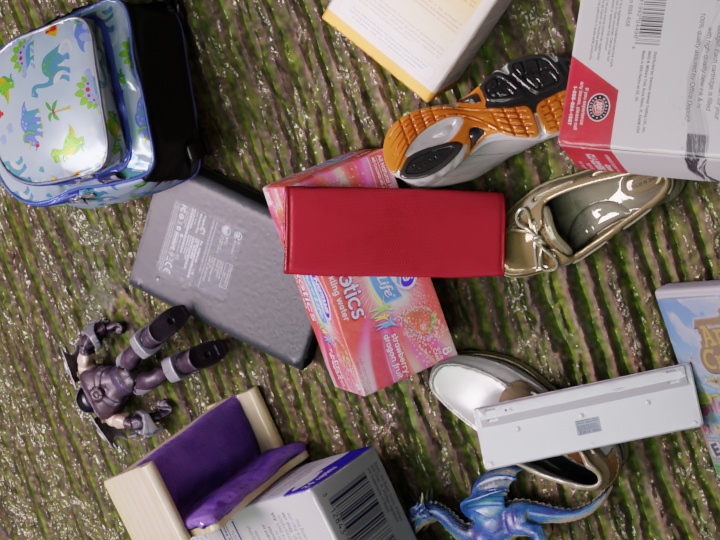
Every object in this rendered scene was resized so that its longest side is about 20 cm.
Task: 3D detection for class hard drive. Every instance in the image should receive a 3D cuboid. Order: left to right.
[{"bbox_3d":[-0.117,-0.008,1.747,0.198,0.033,0.141,26,114,14],"label":"hard drive"}]

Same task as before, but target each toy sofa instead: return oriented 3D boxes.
[{"bbox_3d":[-0.141,0.185,1.725,0.097,0.200,0.083,-22,96,33],"label":"toy sofa"}]

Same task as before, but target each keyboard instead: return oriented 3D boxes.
[{"bbox_3d":[0.200,0.130,1.607,0.198,0.011,0.057,-13,91,13],"label":"keyboard"}]

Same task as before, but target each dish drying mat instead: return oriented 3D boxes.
[{"bbox_3d":[0.030,-0.033,1.587,0.198,0.018,0.078,1,92,-12],"label":"dish drying mat"}]

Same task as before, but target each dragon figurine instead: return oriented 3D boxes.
[{"bbox_3d":[0.130,0.222,1.698,0.199,0.059,0.100,-31,93,29],"label":"dragon figurine"}]

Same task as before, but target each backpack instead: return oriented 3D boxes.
[{"bbox_3d":[-0.265,-0.150,1.695,0.198,0.146,0.185,-16,84,35],"label":"backpack"}]

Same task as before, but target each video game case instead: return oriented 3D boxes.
[{"bbox_3d":[0.343,0.094,1.528,0.199,0.022,0.184,-5,107,61],"label":"video game case"}]

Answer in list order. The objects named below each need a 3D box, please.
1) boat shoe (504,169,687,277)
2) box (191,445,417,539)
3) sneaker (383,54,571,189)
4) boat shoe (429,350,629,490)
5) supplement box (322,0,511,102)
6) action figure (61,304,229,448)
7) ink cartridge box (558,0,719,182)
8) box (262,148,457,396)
[{"bbox_3d":[0.191,-0.048,1.584,0.199,0.063,0.074,-24,96,27],"label":"boat shoe"},{"bbox_3d":[-0.044,0.285,1.741,0.199,0.105,0.185,-20,98,43],"label":"box"},{"bbox_3d":[0.118,-0.126,1.594,0.198,0.092,0.076,-19,75,5],"label":"sneaker"},{"bbox_3d":[0.148,0.136,1.658,0.198,0.068,0.075,25,114,15],"label":"boat shoe"},{"bbox_3d":[0.074,-0.265,1.561,0.126,0.073,0.201,39,117,8],"label":"supplement box"},{"bbox_3d":[-0.225,0.103,1.810,0.199,0.069,0.131,-29,100,42],"label":"action figure"},{"bbox_3d":[0.275,-0.152,1.475,0.198,0.084,0.146,7,81,22],"label":"ink cartridge box"},{"bbox_3d":[0.000,0.000,1.643,0.102,0.095,0.202,-22,99,-16],"label":"box"}]
